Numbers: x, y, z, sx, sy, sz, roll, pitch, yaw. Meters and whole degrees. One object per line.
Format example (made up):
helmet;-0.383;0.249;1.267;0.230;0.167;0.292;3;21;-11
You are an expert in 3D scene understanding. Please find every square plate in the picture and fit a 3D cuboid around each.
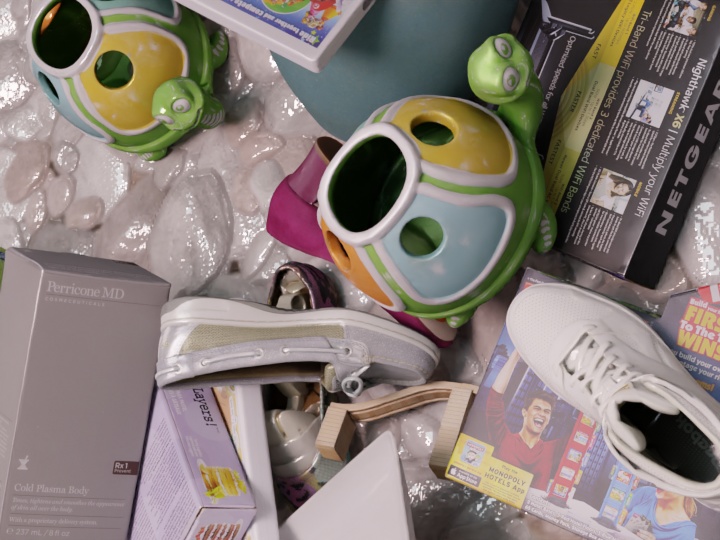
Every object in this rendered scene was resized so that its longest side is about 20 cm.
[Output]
square plate;-0.012;0.242;1.216;0.200;0.028;0.199;-45;42;38

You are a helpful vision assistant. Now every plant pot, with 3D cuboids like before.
plant pot;0.018;-0.170;1.313;0.199;0.200;0.136;23;126;35

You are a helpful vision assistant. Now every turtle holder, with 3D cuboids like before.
turtle holder;-0.194;-0.159;1.467;0.141;0.131;0.186;-35;61;21
turtle holder;0.055;-0.054;1.200;0.185;0.131;0.142;-27;65;29

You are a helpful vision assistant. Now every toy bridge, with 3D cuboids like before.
toy bridge;0.068;0.114;1.275;0.199;0.027;0.068;6;61;27

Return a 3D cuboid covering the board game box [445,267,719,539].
board game box;0.185;0.082;1.176;0.199;0.062;0.201;22;87;22

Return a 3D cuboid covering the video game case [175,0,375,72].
video game case;-0.027;-0.239;1.220;0.143;0.018;0.200;29;73;25

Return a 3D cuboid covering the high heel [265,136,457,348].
high heel;0.000;0.000;1.352;0.096;0.067;0.201;-55;53;34

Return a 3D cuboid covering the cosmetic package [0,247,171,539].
cosmetic package;-0.213;0.091;1.308;0.090;0.106;0.202;27;110;58

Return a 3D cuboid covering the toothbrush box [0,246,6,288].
toothbrush box;-0.282;0.060;1.417;0.086;0.199;0.146;-43;48;18

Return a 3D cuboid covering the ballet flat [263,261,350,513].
ballet flat;-0.050;0.090;1.345;0.069;0.071;0.202;-10;73;29

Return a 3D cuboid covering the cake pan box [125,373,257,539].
cake pan box;-0.158;0.175;1.350;0.201;0.052;0.185;-62;36;32

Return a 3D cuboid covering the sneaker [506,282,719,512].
sneaker;0.159;0.067;1.094;0.200;0.115;0.074;39;95;23

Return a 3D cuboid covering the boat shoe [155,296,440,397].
boat shoe;-0.044;0.063;1.277;0.200;0.074;0.065;8;70;-9

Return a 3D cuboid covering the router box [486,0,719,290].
router box;0.169;-0.108;1.257;0.157;0.052;0.201;26;94;36

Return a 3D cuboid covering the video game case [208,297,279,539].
video game case;-0.120;0.145;1.361;0.182;0.023;0.202;-36;57;53
